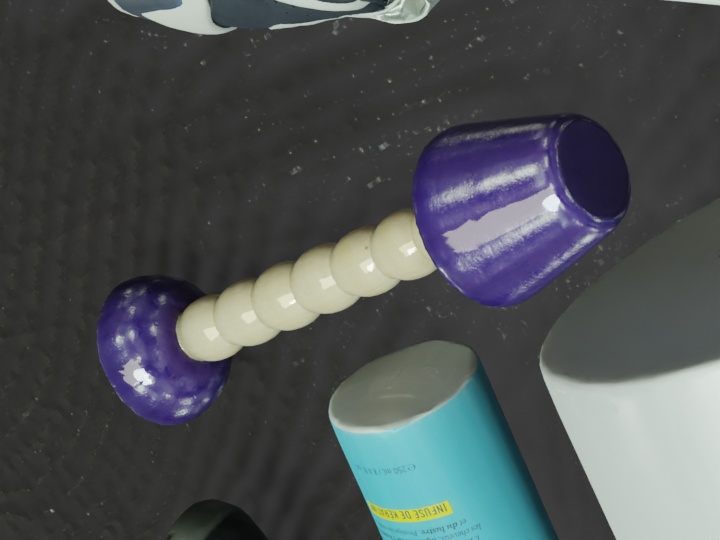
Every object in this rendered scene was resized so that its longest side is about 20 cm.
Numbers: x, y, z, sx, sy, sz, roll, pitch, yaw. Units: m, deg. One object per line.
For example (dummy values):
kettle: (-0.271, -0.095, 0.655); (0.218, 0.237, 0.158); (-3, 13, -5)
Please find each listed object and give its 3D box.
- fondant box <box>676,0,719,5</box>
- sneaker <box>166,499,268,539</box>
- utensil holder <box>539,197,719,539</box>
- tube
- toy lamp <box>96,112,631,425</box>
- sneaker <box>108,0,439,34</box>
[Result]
fondant box: (0.158, -0.132, 0.685); (0.199, 0.058, 0.145); (9, 124, 32)
sneaker: (-0.012, 0.166, 0.991); (0.114, 0.076, 0.200); (10, 127, 28)
utensil holder: (0.159, 0.076, 0.745); (0.170, 0.170, 0.200); (-16, 107, 41)
tube: (0.049, 0.118, 0.939); (0.077, 0.050, 0.200); (1, 124, 43)
toy lamp: (0.000, 0.000, 0.886); (0.200, 0.058, 0.058); (-24, 103, 45)
sneaker: (-0.021, -0.149, 0.787); (0.129, 0.079, 0.200); (12, 125, 27)
